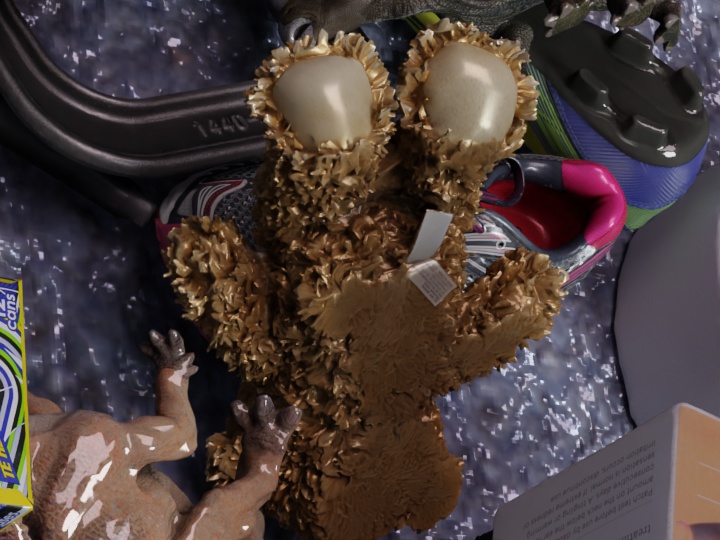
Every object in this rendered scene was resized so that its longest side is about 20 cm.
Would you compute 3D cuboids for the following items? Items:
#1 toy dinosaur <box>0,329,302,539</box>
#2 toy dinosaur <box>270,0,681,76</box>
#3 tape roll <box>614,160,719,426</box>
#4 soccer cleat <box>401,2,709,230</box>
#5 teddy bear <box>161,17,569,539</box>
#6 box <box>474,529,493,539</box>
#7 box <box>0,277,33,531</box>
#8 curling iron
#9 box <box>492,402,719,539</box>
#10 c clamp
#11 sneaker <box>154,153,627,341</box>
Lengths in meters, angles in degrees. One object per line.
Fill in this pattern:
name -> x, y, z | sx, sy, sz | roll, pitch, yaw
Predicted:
toy dinosaur -> -0.084, 0.097, 0.933 | 0.200, 0.086, 0.136 | 35, 50, -19
toy dinosaur -> 0.067, -0.124, 1.084 | 0.199, 0.077, 0.103 | -21, 67, -26
tape roll -> 0.203, 0.038, 1.198 | 0.202, 0.071, 0.203 | 18, 57, -30
soccer cleat -> 0.053, -0.091, 1.159 | 0.200, 0.084, 0.065 | 41, 55, 15
teddy bear -> 0.000, 0.000, 0.992 | 0.144, 0.201, 0.067 | -24, 40, -15
box -> 0.077, 0.198, 1.008 | 0.141, 0.079, 0.200 | -34, 89, -40
box -> -0.168, 0.065, 0.807 | 0.064, 0.200, 0.070 | 11, 61, -35
curling iron -> -0.157, -0.071, 1.006 | 0.200, 0.026, 0.050 | 35, 27, -19
box -> 0.126, 0.172, 0.936 | 0.152, 0.106, 0.201 | 23, 55, -26
c clamp -> -0.075, -0.104, 1.079 | 0.200, 0.027, 0.171 | -20, 66, -45
sneaker -> 0.011, -0.018, 1.077 | 0.199, 0.075, 0.081 | -7, 71, -39
